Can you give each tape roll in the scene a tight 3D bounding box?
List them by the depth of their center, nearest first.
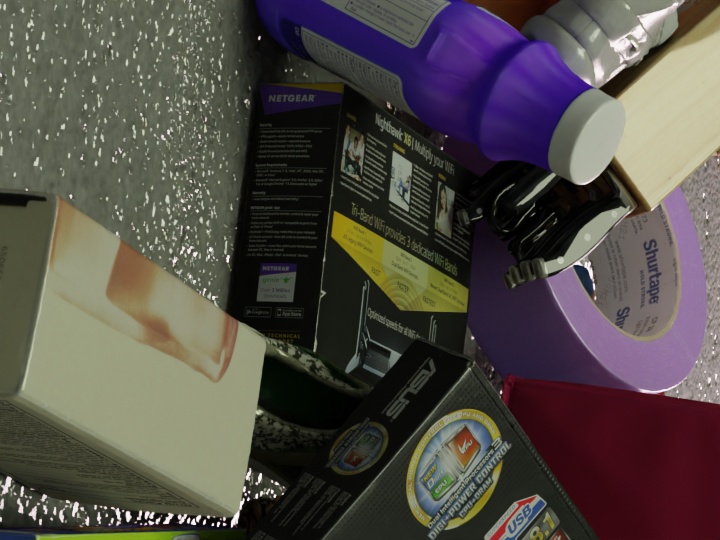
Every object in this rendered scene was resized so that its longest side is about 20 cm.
[{"bbox_3d":[0.130,-0.014,1.754,0.200,0.066,0.200,29,52,-44],"label":"tape roll"}]

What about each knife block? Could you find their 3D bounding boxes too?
[{"bbox_3d":[0.152,-0.072,1.607,0.064,0.200,0.176,54,20,-12],"label":"knife block"}]

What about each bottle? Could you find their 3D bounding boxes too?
[{"bbox_3d":[0.041,-0.107,1.468,0.065,0.200,0.084,-59,151,-2],"label":"bottle"}]

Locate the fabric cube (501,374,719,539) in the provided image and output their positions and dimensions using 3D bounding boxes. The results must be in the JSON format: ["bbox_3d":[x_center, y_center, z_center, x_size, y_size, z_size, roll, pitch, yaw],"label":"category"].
[{"bbox_3d":[0.188,0.175,1.600,0.196,0.199,0.200,16,83,-65],"label":"fabric cube"}]

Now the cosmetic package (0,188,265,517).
[{"bbox_3d":[-0.129,0.036,1.219,0.200,0.103,0.087,41,56,-61],"label":"cosmetic package"}]

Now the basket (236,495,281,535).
[{"bbox_3d":[0.006,0.218,1.474,0.143,0.149,0.200,42,55,-59],"label":"basket"}]

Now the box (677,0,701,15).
[{"bbox_3d":[0.217,-0.191,1.715,0.106,0.152,0.200,-35,126,-66],"label":"box"}]

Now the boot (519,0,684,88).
[{"bbox_3d":[0.119,-0.132,1.557,0.096,0.074,0.200,-43,176,-3],"label":"boot"}]

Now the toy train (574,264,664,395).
[{"bbox_3d":[0.114,0.087,1.797,0.200,0.085,0.116,-50,126,-54],"label":"toy train"}]

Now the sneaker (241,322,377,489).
[{"bbox_3d":[-0.004,0.083,1.406,0.200,0.089,0.077,25,74,-21],"label":"sneaker"}]

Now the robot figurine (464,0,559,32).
[{"bbox_3d":[0.061,-0.196,1.612,0.200,0.117,0.144,-62,162,-46],"label":"robot figurine"}]

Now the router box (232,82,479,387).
[{"bbox_3d":[0.000,0.000,1.561,0.200,0.052,0.157,30,64,-63],"label":"router box"}]

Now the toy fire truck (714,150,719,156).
[{"bbox_3d":[0.269,-0.135,2.154,0.200,0.049,0.141,64,37,-47],"label":"toy fire truck"}]

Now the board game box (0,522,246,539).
[{"bbox_3d":[-0.119,0.184,1.318,0.200,0.045,0.135,9,84,-65],"label":"board game box"}]

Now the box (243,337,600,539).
[{"bbox_3d":[0.014,0.158,1.372,0.200,0.044,0.160,-49,130,-17],"label":"box"}]
